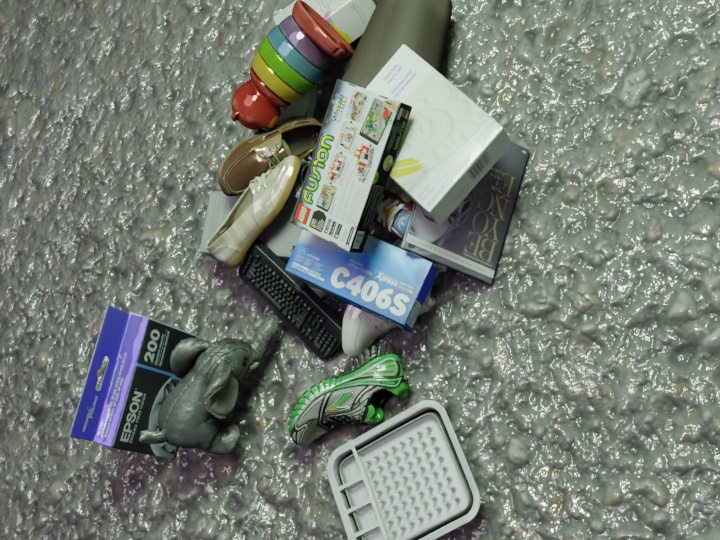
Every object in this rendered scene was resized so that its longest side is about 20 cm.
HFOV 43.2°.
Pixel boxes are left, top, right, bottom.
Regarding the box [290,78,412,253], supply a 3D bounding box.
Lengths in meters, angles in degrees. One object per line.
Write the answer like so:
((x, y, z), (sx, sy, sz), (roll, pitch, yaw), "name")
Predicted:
((-0.014, -0.138, 1.203), (0.109, 0.034, 0.204), (26, 102, 31), "box")

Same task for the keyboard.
((-0.093, 0.030, 1.355), (0.200, 0.021, 0.128), (42, 122, 12), "keyboard")

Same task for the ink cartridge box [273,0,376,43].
((-0.038, -0.421, 1.475), (0.198, 0.067, 0.118), (-33, 42, 12), "ink cartridge box")

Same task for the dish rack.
((0.061, 0.291, 1.236), (0.198, 0.043, 0.174), (-32, 61, 17), "dish rack")

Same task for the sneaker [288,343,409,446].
((-0.019, 0.190, 1.291), (0.199, 0.078, 0.086), (-37, 61, 13), "sneaker")

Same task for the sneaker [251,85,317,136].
((-0.130, -0.260, 1.491), (0.075, 0.080, 0.204), (5, 72, 33), "sneaker")

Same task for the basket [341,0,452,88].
((0.061, -0.326, 1.379), (0.178, 0.135, 0.204), (8, 74, 44), "basket")

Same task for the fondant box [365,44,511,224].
((0.082, -0.183, 1.216), (0.145, 0.058, 0.200), (-47, 63, 5), "fondant box")

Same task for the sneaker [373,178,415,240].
((0.039, -0.093, 1.268), (0.091, 0.196, 0.076), (-107, 36, -55), "sneaker")

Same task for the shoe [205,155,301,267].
((-0.159, -0.093, 1.354), (0.201, 0.053, 0.070), (-52, 24, 14), "shoe")

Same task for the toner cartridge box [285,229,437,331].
((0.000, 0.000, 1.275), (0.197, 0.043, 0.097), (23, 80, 20), "toner cartridge box")

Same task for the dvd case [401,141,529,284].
((0.148, -0.102, 1.262), (0.016, 0.146, 0.204), (-1, 70, 67), "dvd case")

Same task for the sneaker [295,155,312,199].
((-0.052, -0.159, 1.373), (0.075, 0.081, 0.202), (-57, 17, 33), "sneaker")

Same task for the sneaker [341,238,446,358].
((0.046, 0.046, 1.301), (0.099, 0.075, 0.202), (35, 93, 33), "sneaker")

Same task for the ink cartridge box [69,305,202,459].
((-0.336, 0.176, 1.397), (0.043, 0.199, 0.203), (7, 78, 32), "ink cartridge box")

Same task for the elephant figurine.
((-0.220, 0.159, 1.352), (0.139, 0.156, 0.204), (20, 108, -2), "elephant figurine")

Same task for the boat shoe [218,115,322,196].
((-0.135, -0.182, 1.411), (0.199, 0.077, 0.071), (-40, 25, -25), "boat shoe")

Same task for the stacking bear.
((-0.120, -0.299, 1.395), (0.114, 0.121, 0.200), (44, 106, 0), "stacking bear")

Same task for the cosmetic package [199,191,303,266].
((-0.149, -0.064, 1.439), (0.196, 0.090, 0.109), (6, 78, 27), "cosmetic package")
